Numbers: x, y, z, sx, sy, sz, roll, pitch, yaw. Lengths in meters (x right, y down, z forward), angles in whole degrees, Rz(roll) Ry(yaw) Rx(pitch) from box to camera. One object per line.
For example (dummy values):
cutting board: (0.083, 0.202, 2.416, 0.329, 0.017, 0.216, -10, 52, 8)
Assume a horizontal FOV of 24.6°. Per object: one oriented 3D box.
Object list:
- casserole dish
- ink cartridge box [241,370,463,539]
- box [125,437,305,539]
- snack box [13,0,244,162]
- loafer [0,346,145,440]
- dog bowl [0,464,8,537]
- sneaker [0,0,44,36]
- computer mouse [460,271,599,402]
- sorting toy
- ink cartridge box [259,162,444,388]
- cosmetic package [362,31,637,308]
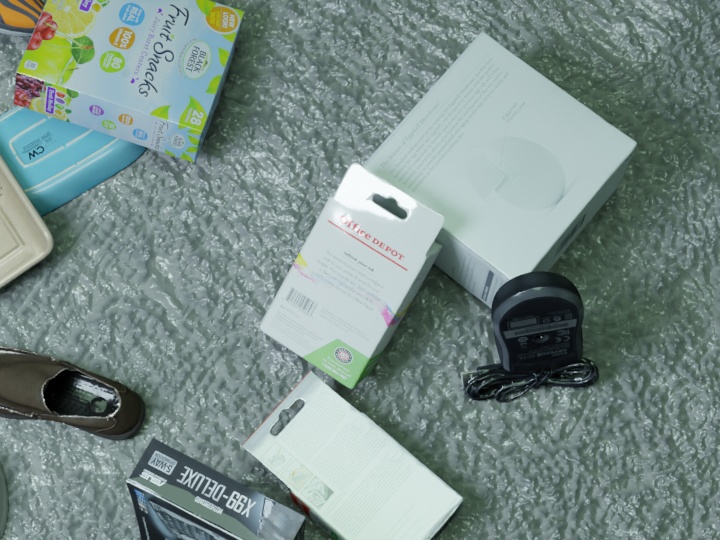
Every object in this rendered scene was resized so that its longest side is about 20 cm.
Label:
casserole dish: (-0.320, -0.139, 1.751, 0.200, 0.039, 0.121, -31, 74, -9)
ink cartridge box: (-0.008, 0.205, 1.629, 0.200, 0.050, 0.109, 40, 76, 13)
box: (-0.131, 0.240, 1.538, 0.158, 0.200, 0.050, 27, 67, 8)
snack box: (-0.240, -0.223, 1.734, 0.200, 0.068, 0.169, 18, 59, -5)
loafer: (-0.313, 0.113, 1.647, 0.200, 0.071, 0.073, 11, 72, 4)
dog bowl: (-0.449, 0.228, 1.616, 0.200, 0.059, 0.200, 0, 72, -1)
sneaker: (-0.403, -0.335, 1.747, 0.200, 0.112, 0.078, 34, 43, -18)
computer mouse: (0.166, 0.055, 1.609, 0.138, 0.200, 0.053, -7, 57, -1)
sorting toy: (-0.436, -0.040, 1.711, 0.200, 0.036, 0.185, -36, 74, 1)
ink cartridge box: (0.000, 0.000, 1.640, 0.117, 0.067, 0.200, 33, 107, 10)
cosmetic package: (0.137, -0.096, 1.692, 0.200, 0.123, 0.199, 39, 75, 11)
